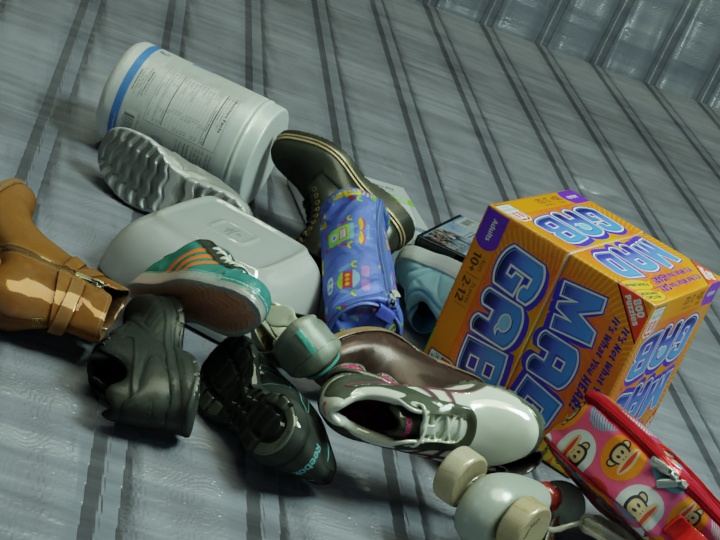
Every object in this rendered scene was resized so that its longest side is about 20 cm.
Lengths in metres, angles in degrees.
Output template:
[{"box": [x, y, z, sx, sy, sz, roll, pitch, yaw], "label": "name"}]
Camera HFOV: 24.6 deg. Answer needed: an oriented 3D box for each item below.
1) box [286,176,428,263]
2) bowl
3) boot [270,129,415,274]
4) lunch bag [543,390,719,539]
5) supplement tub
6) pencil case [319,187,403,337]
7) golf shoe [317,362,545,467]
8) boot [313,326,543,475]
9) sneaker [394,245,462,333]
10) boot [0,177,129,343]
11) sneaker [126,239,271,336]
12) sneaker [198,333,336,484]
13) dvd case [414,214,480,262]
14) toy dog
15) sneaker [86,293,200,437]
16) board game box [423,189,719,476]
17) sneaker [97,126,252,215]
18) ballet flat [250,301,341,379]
[{"box": [0.002, -0.066, 2.023, 0.155, 0.041, 0.200, 15, 20, -19], "label": "box"}, {"box": [-0.141, -0.009, 1.681, 0.199, 0.075, 0.200, 29, 20, 16], "label": "bowl"}, {"box": [-0.054, -0.069, 1.861, 0.199, 0.078, 0.138, 35, 50, 21], "label": "boot"}, {"box": [0.264, 0.208, 1.450, 0.200, 0.082, 0.176, 45, 0, -40], "label": "lunch bag"}, {"box": [-0.200, -0.174, 1.952, 0.199, 0.133, 0.132, 26, 20, 8], "label": "supplement tub"}, {"box": [0.000, 0.000, 1.720, 0.078, 0.087, 0.201, 40, 28, -33], "label": "pencil case"}, {"box": [0.060, 0.134, 1.403, 0.198, 0.078, 0.088, 9, 9, 0], "label": "golf shoe"}, {"box": [0.062, 0.125, 1.553, 0.199, 0.073, 0.166, 12, 20, -37], "label": "boot"}, {"box": [0.070, 0.026, 1.825, 0.074, 0.082, 0.200, 39, -9, -15], "label": "sneaker"}, {"box": [-0.283, -0.008, 1.500, 0.154, 0.077, 0.200, 14, 26, -1], "label": "boot"}, {"box": [-0.136, 0.007, 1.508, 0.199, 0.080, 0.072, 5, -44, 52], "label": "sneaker"}, {"box": [-0.083, 0.126, 1.435, 0.079, 0.075, 0.200, 40, 5, -34], "label": "sneaker"}, {"box": [0.176, -0.009, 1.960, 0.199, 0.018, 0.142, 26, 21, 18], "label": "dvd case"}, {"box": [0.128, 0.221, 1.400, 0.199, 0.097, 0.132, 26, 11, -39], "label": "toy dog"}, {"box": [-0.194, 0.073, 1.427, 0.090, 0.077, 0.200, 4, 21, -17], "label": "sneaker"}, {"box": [0.216, 0.057, 1.702, 0.199, 0.201, 0.199, 32, 22, 24], "label": "board game box"}, {"box": [-0.207, -0.090, 1.845, 0.199, 0.075, 0.082, 34, 8, 11], "label": "sneaker"}, {"box": [-0.068, 0.056, 1.505, 0.064, 0.067, 0.200, 50, -11, -12], "label": "ballet flat"}]
